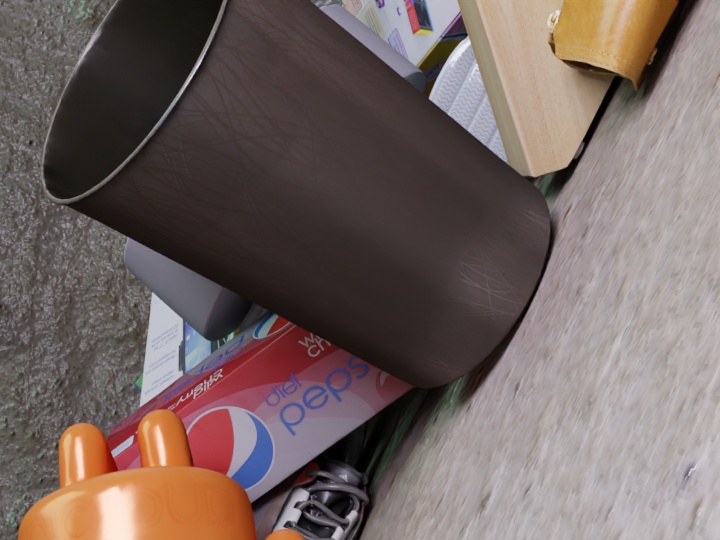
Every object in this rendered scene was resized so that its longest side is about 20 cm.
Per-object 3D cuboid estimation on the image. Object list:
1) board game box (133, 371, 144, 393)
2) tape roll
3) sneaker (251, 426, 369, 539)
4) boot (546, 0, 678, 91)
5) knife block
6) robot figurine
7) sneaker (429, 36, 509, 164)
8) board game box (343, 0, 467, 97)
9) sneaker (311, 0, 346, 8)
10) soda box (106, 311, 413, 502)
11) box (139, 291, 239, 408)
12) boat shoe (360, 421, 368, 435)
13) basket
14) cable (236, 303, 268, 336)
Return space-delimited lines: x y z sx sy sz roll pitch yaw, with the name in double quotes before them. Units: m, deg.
"board game box" -0.083 0.010 1.181 0.200 0.034 0.135 -49 -1 28
"tape roll" -0.048 -0.056 0.898 0.201 0.066 0.200 -50 -7 -8
"sneaker" -0.036 0.139 0.837 0.082 0.077 0.200 -49 14 23
"boot" 0.131 -0.149 0.626 0.201 0.070 0.145 154 136 -87
"knife block" 0.063 -0.169 0.755 0.201 0.174 0.064 -63 3 2
"robot figurine" -0.099 0.170 0.712 0.116 0.143 0.202 -35 57 40
"sneaker" 0.103 -0.129 0.847 0.201 0.073 0.071 -54 -4 4
"board game box" 0.027 -0.199 0.970 0.040 0.154 0.200 -15 -14 -26
"sneaker" -0.085 -0.140 0.938 0.069 0.100 0.201 -29 -22 -48
"soda box" -0.043 0.066 0.831 0.199 0.070 0.063 -37 14 9
"box" -0.104 0.066 1.045 0.119 0.041 0.202 -30 50 45
"boat shoe" -0.056 0.162 0.976 0.201 0.064 0.072 -63 4 9
"basket" -0.022 -0.041 0.691 0.137 0.199 0.180 -58 25 0
"cable" 0.000 0.000 0.947 0.200 0.069 0.200 -47 -8 -22
